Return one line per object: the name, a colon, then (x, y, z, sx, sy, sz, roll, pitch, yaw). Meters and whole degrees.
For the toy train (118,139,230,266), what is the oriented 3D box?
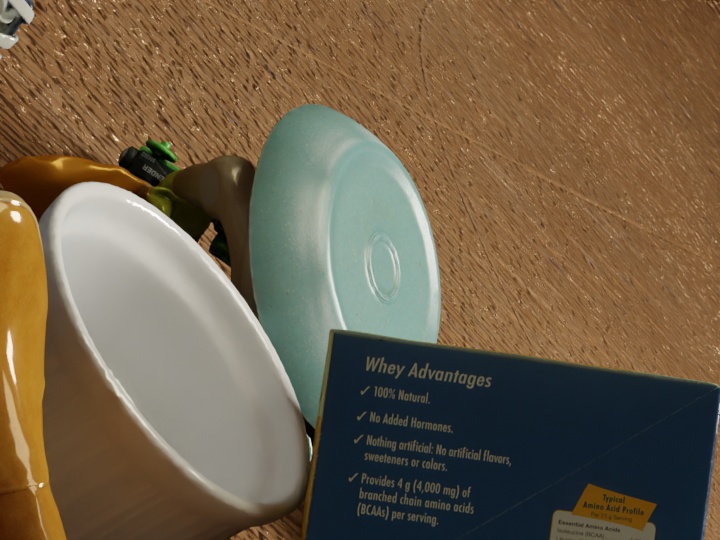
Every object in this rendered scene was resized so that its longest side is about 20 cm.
toy train: (-0.064, -0.013, 1.573, 0.200, 0.042, 0.056, 34, -12, -1)

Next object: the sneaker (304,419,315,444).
sneaker: (-0.018, 0.081, 1.610, 0.200, 0.060, 0.104, 54, 20, -21)

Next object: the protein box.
protein box: (0.068, 0.144, 1.306, 0.135, 0.198, 0.200, 81, 17, -86)

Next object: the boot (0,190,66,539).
boot: (-0.152, 0.080, 1.117, 0.071, 0.201, 0.144, -9, 47, -26)

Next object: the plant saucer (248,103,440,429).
plant saucer: (0.000, 0.000, 1.481, 0.200, 0.036, 0.200, 30, 56, -58)

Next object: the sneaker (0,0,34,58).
sneaker: (-0.200, -0.092, 1.244, 0.147, 0.200, 0.081, 59, 0, 30)

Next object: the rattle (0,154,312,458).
rattle: (-0.113, 0.035, 1.444, 0.143, 0.130, 0.200, 8, 77, -51)

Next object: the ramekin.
ramekin: (-0.125, 0.063, 1.320, 0.200, 0.098, 0.201, 47, 20, -23)
